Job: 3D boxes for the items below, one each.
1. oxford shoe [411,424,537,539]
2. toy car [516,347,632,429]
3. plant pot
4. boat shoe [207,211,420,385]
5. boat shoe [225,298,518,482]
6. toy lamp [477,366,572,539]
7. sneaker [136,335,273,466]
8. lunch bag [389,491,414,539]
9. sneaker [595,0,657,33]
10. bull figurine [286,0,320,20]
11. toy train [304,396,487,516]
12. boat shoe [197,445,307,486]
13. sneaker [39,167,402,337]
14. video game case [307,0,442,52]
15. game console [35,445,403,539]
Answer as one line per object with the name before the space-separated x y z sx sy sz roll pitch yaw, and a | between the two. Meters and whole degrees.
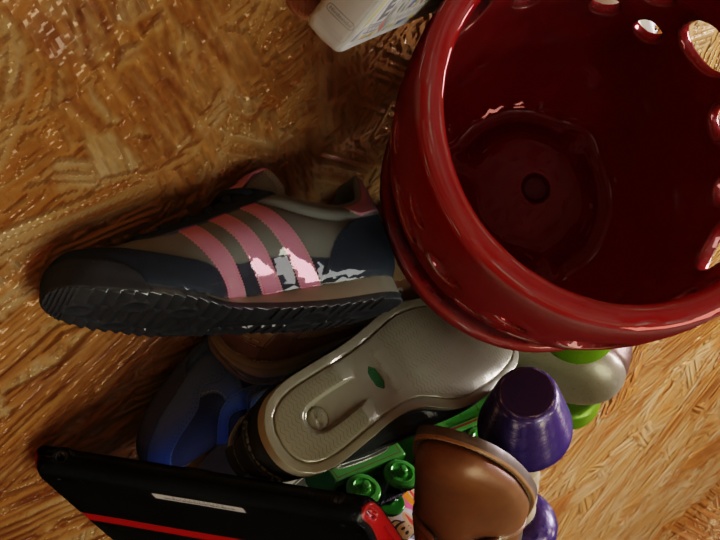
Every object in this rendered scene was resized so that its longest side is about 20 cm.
oxford shoe | 0.061 0.154 0.780 0.200 0.071 0.072 75 35 -54
toy car | 0.136 -0.012 0.975 0.165 0.157 0.201 82 27 -64
plant pot | 0.105 -0.055 0.693 0.200 0.201 0.182 -39 180 -16
boat shoe | 0.000 0.000 0.800 0.199 0.076 0.072 -29 148 -37
boat shoe | 0.010 0.068 0.780 0.199 0.072 0.068 -22 168 -37
toy lamp | 0.100 0.122 0.824 0.058 0.058 0.200 -37 150 -18
sneaker | -0.045 0.069 0.820 0.199 0.082 0.074 -31 154 -28
lunch bag | 0.044 0.254 1.238 0.177 0.082 0.200 -55 154 16
sneaker | 0.122 -0.105 0.833 0.093 0.070 0.200 -43 158 -21
bull figurine | -0.004 -0.191 0.517 0.121 0.065 0.200 -40 157 -23
toy train | 0.051 0.113 0.871 0.199 0.056 0.042 -16 143 -36
boat shoe | -0.030 0.106 0.924 0.200 0.071 0.064 -38 155 0
sneaker | -0.073 -0.012 0.692 0.199 0.083 0.070 1 162 -35
video game case | 0.070 -0.179 0.581 0.182 0.023 0.200 -48 178 24
game console | -0.073 0.147 0.791 0.177 0.199 0.031 70 29 -60
